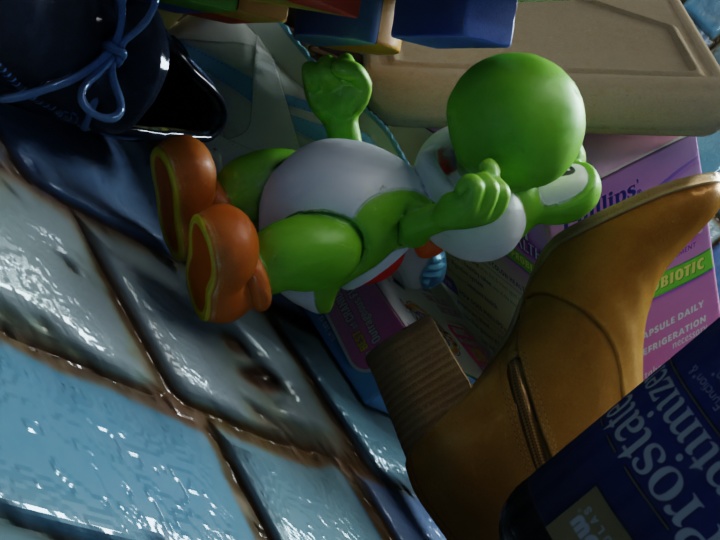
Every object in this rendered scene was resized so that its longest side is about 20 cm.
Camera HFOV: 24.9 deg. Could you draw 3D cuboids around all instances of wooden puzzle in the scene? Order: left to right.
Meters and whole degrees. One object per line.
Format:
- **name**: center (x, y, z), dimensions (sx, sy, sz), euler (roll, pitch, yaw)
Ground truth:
- **wooden puzzle**: center (-0.010, -0.124, 0.710), dimensions (0.199, 0.047, 0.185), euler (2, 4, -34)
- **wooden puzzle**: center (0.092, -0.123, 0.881), dimensions (0.201, 0.183, 0.038), euler (-90, -178, -58)

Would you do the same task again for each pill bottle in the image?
- **pill bottle**: center (0.127, 0.104, 0.644), dimensions (0.112, 0.200, 0.112), euler (46, 11, -12)

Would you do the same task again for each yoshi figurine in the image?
- **yoshi figurine**: center (0.016, -0.047, 0.702), dimensions (0.112, 0.198, 0.114), euler (162, -84, -71)

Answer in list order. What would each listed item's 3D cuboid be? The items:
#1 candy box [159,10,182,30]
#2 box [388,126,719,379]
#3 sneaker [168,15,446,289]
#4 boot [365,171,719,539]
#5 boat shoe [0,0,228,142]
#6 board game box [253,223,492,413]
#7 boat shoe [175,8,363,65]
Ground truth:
- **candy box**: center (-0.167, -0.194, 0.865), dimensions (0.116, 0.056, 0.201), euler (39, 17, -34)
- **box**: center (0.113, -0.004, 0.921), dimensions (0.176, 0.096, 0.201), euler (42, -27, 54)
- **sneaker**: center (-0.033, -0.054, 0.818), dimensions (0.200, 0.081, 0.077), euler (46, -14, 25)
- **boot**: center (0.114, 0.057, 0.753), dimensions (0.145, 0.200, 0.071), euler (59, -3, 14)
- **boat shoe**: center (-0.106, -0.097, 0.677), dimensions (0.068, 0.085, 0.200), euler (21, 6, 17)
- **board game box**: center (0.000, 0.000, 0.909), dimensions (0.201, 0.040, 0.153), euler (56, 13, 28)
- **boat shoe**: center (-0.059, -0.144, 0.978), dimensions (0.199, 0.072, 0.072), euler (33, 4, 12)
